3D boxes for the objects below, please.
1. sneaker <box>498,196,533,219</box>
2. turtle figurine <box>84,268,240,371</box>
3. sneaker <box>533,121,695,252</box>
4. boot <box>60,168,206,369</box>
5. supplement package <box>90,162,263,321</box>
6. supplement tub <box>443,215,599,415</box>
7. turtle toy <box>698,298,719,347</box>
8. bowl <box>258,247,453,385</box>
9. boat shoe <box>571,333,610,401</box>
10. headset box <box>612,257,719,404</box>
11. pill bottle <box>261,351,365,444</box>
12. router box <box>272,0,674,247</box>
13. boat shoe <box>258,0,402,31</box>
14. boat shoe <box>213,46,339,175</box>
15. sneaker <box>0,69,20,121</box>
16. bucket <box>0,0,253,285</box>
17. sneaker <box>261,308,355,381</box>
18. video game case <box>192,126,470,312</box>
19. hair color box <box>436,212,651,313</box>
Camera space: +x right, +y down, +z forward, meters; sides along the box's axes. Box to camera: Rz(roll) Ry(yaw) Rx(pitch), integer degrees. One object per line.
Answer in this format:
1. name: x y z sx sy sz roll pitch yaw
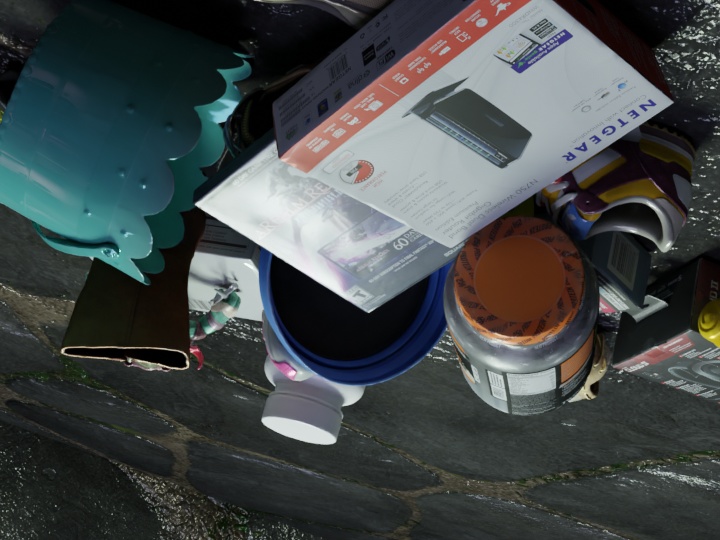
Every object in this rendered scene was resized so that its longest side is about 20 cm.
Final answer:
1. sneaker: 0.053 -0.075 0.915 0.199 0.074 0.082 29 157 -28
2. turtle figurine: -0.203 0.048 1.060 0.149 0.101 0.200 20 163 -9
3. sneaker: 0.152 -0.074 0.821 0.198 0.091 0.075 13 158 6
4. boot: -0.228 -0.011 0.927 0.187 0.201 0.069 13 144 -15
5. supplement package: -0.160 -0.037 1.095 0.198 0.112 0.156 9 157 19
6. supplement tub: 0.132 0.038 0.886 0.121 0.124 0.200 10 161 14
7. turtle toy: 0.382 0.023 0.882 0.145 0.102 0.200 25 156 -20
8. bowl: 0.000 0.000 0.970 0.200 0.202 0.039 28 173 -29
9. boat shoe: 0.241 0.092 1.201 0.068 0.074 0.200 -1 156 9
10. headset box: 0.351 0.068 1.046 0.198 0.078 0.149 20 157 -8
11. pill bottle: -0.039 0.077 1.165 0.110 0.202 0.112 14 158 6
12. router box: 0.073 -0.111 0.715 0.199 0.049 0.179 -34 140 32
13. boat shoe: -0.024 -0.206 0.672 0.198 0.075 0.073 14 150 -20
14. boat shoe: -0.069 -0.111 0.854 0.072 0.073 0.200 -13 161 -45
15. sneaker: -0.255 -0.123 1.003 0.198 0.075 0.085 16 158 -1
16. bucket: -0.184 -0.104 0.843 0.134 0.208 0.207 25 158 -3
17. sneaker: -0.022 0.015 1.028 0.081 0.201 0.088 41 143 -18
18. video game case: -0.010 -0.045 0.858 0.142 0.019 0.199 -33 133 30
19. hair color box: 0.159 -0.003 1.028 0.199 0.061 0.099 -5 150 43
